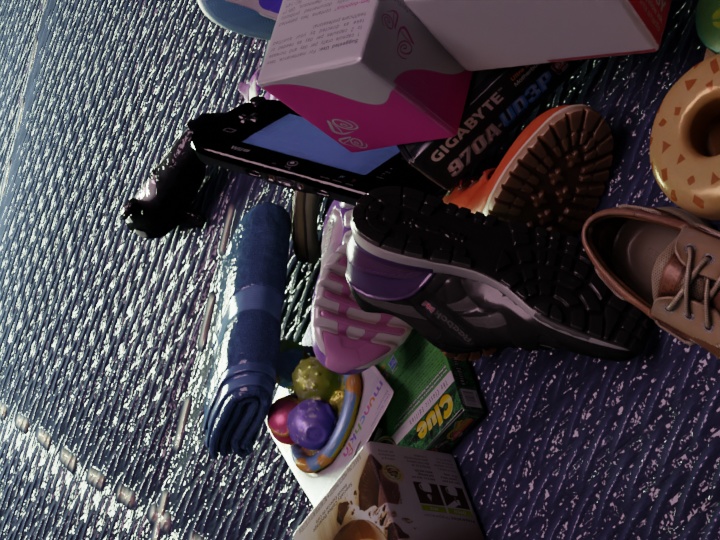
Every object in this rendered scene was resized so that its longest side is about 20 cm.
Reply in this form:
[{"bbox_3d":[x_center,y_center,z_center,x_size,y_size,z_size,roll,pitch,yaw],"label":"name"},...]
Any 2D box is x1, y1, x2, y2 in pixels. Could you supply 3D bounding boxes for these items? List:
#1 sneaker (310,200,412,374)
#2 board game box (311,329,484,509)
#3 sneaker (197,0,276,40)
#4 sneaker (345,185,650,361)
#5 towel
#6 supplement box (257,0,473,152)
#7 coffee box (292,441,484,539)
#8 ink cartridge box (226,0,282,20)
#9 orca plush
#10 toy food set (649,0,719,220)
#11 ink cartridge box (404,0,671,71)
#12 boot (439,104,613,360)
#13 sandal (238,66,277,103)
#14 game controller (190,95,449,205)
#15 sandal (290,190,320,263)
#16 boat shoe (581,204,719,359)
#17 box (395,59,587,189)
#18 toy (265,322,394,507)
[{"bbox_3d":[0.000,0.000,1.107,0.088,0.080,0.200,-50,23,50],"label":"sneaker"},{"bbox_3d":[0.018,0.122,1.099,0.200,0.023,0.105,-51,38,37],"label":"board game box"},{"bbox_3d":[-0.048,-0.241,1.192,0.131,0.199,0.080,-139,42,-63],"label":"sneaker"},{"bbox_3d":[0.085,0.018,0.931,0.076,0.200,0.088,-54,-18,-42],"label":"sneaker"},{"bbox_3d":[-0.094,0.046,1.198,0.112,0.048,0.200,115,164,-48],"label":"towel"},{"bbox_3d":[0.022,-0.193,0.978,0.103,0.101,0.200,-6,60,43],"label":"supplement box"},{"bbox_3d":[0.034,0.231,0.983,0.113,0.080,0.200,-55,39,32],"label":"coffee box"},{"bbox_3d":[0.003,-0.272,1.097,0.043,0.200,0.199,-122,50,-75],"label":"ink cartridge box"},{"bbox_3d":[-0.169,-0.080,1.451,0.200,0.071,0.105,-46,-1,34],"label":"orca plush"},{"bbox_3d":[0.249,-0.114,0.792,0.200,0.049,0.198,24,99,58],"label":"toy food set"},{"bbox_3d":[0.130,-0.235,0.912,0.145,0.083,0.200,-1,62,39],"label":"ink cartridge box"},{"bbox_3d":[0.094,-0.046,0.996,0.200,0.075,0.107,-59,32,30],"label":"boot"},{"bbox_3d":[-0.082,-0.144,1.255,0.203,0.050,0.083,148,129,-83],"label":"sandal"},{"bbox_3d":[-0.025,-0.086,1.069,0.200,0.104,0.042,17,115,29],"label":"game controller"},{"bbox_3d":[-0.028,-0.105,1.224,0.080,0.057,0.202,-94,7,-73],"label":"sandal"},{"bbox_3d":[0.194,0.013,0.814,0.200,0.072,0.076,31,106,57],"label":"boat shoe"},{"bbox_3d":[0.090,-0.175,1.013,0.200,0.046,0.159,-43,42,16],"label":"box"},{"bbox_3d":[-0.044,0.102,1.142,0.115,0.047,0.200,-65,20,10],"label":"toy"}]
